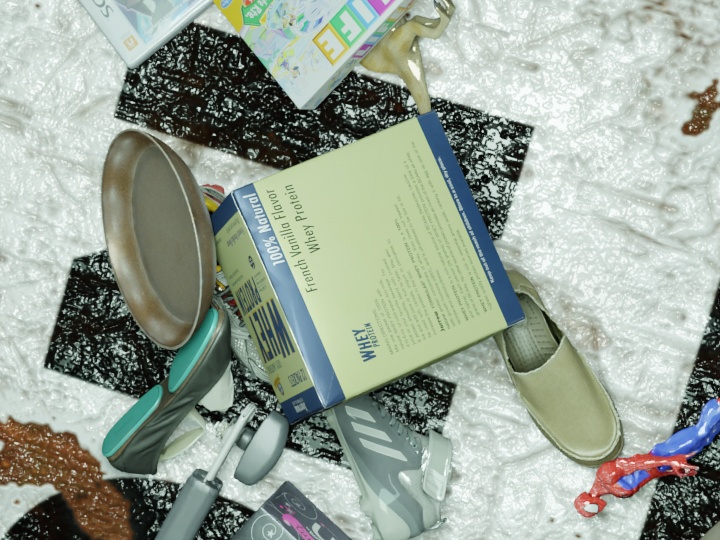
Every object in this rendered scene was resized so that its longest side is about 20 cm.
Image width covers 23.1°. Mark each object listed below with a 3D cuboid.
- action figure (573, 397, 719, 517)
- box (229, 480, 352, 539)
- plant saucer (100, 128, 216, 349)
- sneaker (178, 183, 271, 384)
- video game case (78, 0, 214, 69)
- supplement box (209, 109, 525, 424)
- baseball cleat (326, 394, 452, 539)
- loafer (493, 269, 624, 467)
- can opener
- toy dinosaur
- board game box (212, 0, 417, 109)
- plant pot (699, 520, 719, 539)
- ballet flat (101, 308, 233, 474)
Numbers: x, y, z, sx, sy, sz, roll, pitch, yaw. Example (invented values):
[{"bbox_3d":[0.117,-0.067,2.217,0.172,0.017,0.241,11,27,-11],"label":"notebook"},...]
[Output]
[{"bbox_3d":[0.280,0.165,1.577,0.199,0.065,0.052,-29,72,7],"label":"action figure"},{"bbox_3d":[-0.040,0.305,1.589,0.200,0.132,0.115,41,98,3],"label":"box"},{"bbox_3d":[-0.179,-0.030,1.584,0.032,0.200,0.202,-12,91,-30],"label":"plant saucer"},{"bbox_3d":[-0.116,0.017,1.611,0.077,0.082,0.201,-30,89,7],"label":"sneaker"},{"bbox_3d":[-0.192,-0.321,1.636,0.199,0.023,0.183,-38,88,7],"label":"video game case"},{"bbox_3d":[0.000,0.000,1.529,0.198,0.134,0.202,-23,86,-18],"label":"supplement box"},{"bbox_3d":[0.024,0.147,1.615,0.105,0.070,0.202,-20,99,0],"label":"baseball cleat"},{"bbox_3d":[0.168,0.093,1.586,0.076,0.067,0.201,-36,88,7],"label":"loafer"},{"bbox_3d":[-0.140,0.213,1.638,0.066,0.053,0.201,34,96,4],"label":"can opener"},{"bbox_3d":[0.040,-0.212,1.605,0.101,0.058,0.201,-37,80,22],"label":"toy dinosaur"},{"bbox_3d":[-0.023,-0.262,1.578,0.200,0.034,0.135,-45,77,21],"label":"board game box"},{"bbox_3d":[0.325,0.317,1.528,0.199,0.200,0.174,34,81,4],"label":"plant pot"},{"bbox_3d":[-0.161,0.116,1.620,0.068,0.068,0.200,30,119,-22],"label":"ballet flat"}]
